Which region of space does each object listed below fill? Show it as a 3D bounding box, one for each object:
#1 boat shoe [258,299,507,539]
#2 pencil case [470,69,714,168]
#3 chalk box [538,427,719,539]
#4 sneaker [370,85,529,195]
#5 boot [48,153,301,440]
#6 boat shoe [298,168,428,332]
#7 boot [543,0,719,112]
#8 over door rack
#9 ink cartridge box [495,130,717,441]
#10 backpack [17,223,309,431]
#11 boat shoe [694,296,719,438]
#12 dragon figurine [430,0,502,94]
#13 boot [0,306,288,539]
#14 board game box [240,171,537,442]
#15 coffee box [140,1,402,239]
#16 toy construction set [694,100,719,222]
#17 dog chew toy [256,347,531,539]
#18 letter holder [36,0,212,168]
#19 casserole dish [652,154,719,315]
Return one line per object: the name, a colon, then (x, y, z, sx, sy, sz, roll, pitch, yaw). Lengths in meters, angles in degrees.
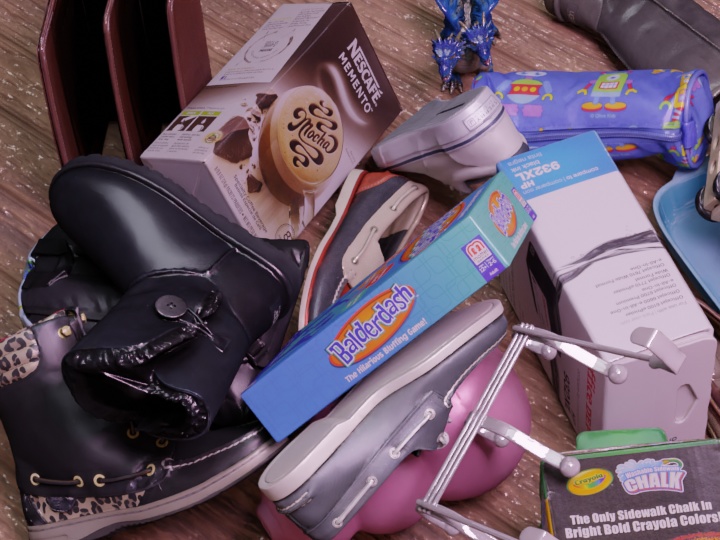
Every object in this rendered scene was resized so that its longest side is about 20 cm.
boat shoe: (0.025, 0.097, 1.263, 0.200, 0.062, 0.073, -40, 12, -11)
pencil case: (0.177, -0.118, 1.526, 0.199, 0.078, 0.087, 0, 32, 21)
chalk box: (0.183, 0.194, 1.261, 0.124, 0.124, 0.201, -5, 49, 1)
sneaker: (0.066, -0.090, 1.500, 0.073, 0.200, 0.071, -39, 101, -14)
boot: (-0.155, 0.016, 1.287, 0.199, 0.077, 0.168, 28, 41, 9)
boat shoe: (0.000, 0.000, 1.474, 0.062, 0.071, 0.201, 11, 48, 10)
boot: (0.276, -0.221, 1.634, 0.182, 0.073, 0.200, -42, 51, -11)
over door rack: (0.120, 0.110, 1.187, 0.066, 0.200, 0.148, 32, 80, -17)
ink cartridge box: (0.171, 0.026, 1.386, 0.083, 0.146, 0.201, -17, 51, -9)
backpack: (-0.155, 0.036, 1.417, 0.199, 0.154, 0.164, 18, 61, -1)
boat shoe: (0.281, 0.092, 1.369, 0.072, 0.072, 0.200, -24, 52, -16)
dragon figurine: (0.090, -0.218, 1.626, 0.058, 0.100, 0.201, 1, 50, 4)
boot: (-0.164, 0.094, 1.319, 0.202, 0.155, 0.073, -21, 4, 18)
board game box: (0.022, 0.022, 1.305, 0.200, 0.152, 0.045, -38, 93, 17)
coffee box: (-0.066, -0.109, 1.525, 0.079, 0.113, 0.200, 6, 46, 42)
toy construction set: (0.327, -0.079, 1.457, 0.130, 0.092, 0.201, 15, 53, -9)
dog chew toy: (0.018, 0.124, 1.338, 0.199, 0.125, 0.125, -31, 54, -10)
letter holder: (-0.181, -0.143, 1.518, 0.100, 0.201, 0.143, 3, 50, 6)
casserole dish: (0.305, -0.008, 1.475, 0.120, 0.039, 0.201, -20, 52, -13)
